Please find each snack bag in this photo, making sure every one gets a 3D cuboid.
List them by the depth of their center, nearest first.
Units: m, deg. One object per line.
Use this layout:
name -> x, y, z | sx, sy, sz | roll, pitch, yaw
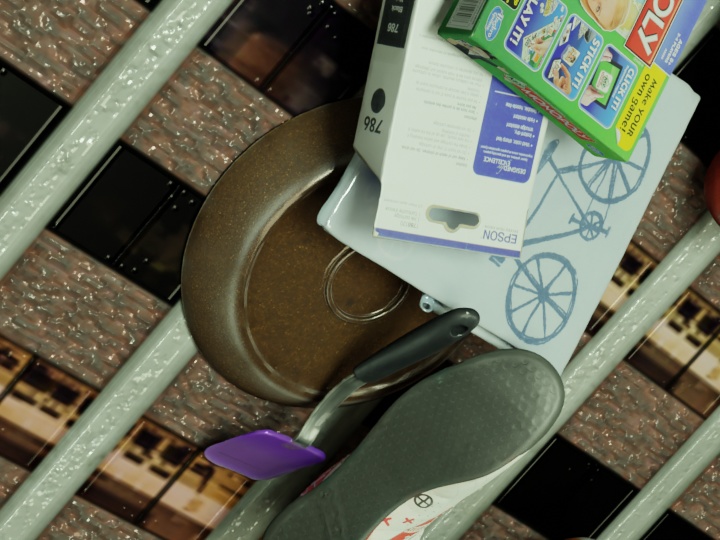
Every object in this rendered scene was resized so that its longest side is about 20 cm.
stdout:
snack bag -> 0.081, -0.059, 1.055 | 0.200, 0.021, 0.189 | 30, 85, -34

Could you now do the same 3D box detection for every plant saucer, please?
plant saucer -> 0.000, 0.000, 1.078 | 0.200, 0.034, 0.200 | -12, 125, -19

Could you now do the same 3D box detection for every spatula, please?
spatula -> -0.009, 0.070, 1.073 | 0.057, 0.021, 0.200 | 26, 129, -37

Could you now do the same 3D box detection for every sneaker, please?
sneaker -> 0.036, 0.112, 1.116 | 0.201, 0.067, 0.108 | -39, 169, 11

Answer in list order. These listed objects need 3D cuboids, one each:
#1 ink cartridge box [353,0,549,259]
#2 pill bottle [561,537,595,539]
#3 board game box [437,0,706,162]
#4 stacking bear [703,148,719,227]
ink cartridge box -> 0.056, -0.111, 0.991 | 0.099, 0.039, 0.200 | 9, 95, -34
pill bottle -> 0.067, 0.238, 1.206 | 0.200, 0.112, 0.112 | -8, 122, -20
board game box -> 0.133, -0.174, 0.988 | 0.135, 0.029, 0.200 | 32, 81, -38
stacking bear -> 0.259, -0.097, 1.095 | 0.114, 0.121, 0.200 | 18, 125, 0
